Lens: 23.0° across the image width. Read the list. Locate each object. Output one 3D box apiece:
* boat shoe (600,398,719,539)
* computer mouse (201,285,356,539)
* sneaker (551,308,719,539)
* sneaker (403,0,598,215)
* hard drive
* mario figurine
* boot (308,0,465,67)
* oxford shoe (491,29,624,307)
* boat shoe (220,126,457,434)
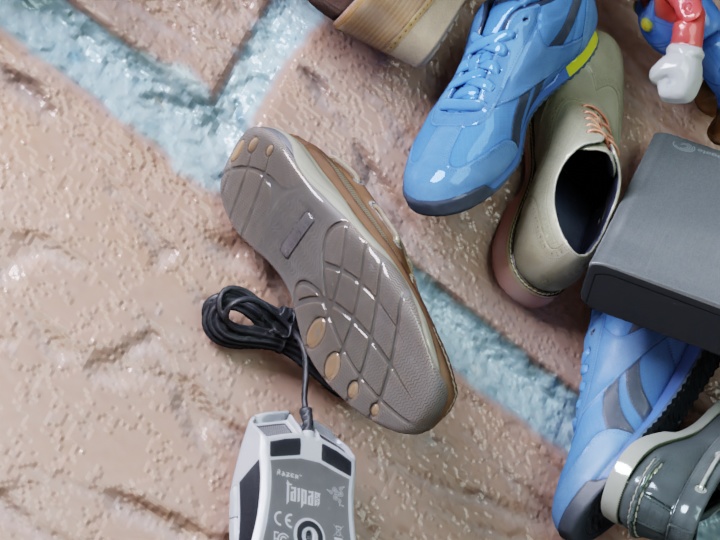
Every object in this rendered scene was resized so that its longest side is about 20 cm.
[{"bbox_3d":[0.221,0.122,1.063,0.199,0.061,0.074,-12,121,-48],"label":"boat shoe"},{"bbox_3d":[-0.040,0.113,0.940,0.109,0.044,0.202,20,58,-31],"label":"computer mouse"},{"bbox_3d":[0.158,0.074,1.078,0.078,0.066,0.201,26,66,23],"label":"sneaker"},{"bbox_3d":[0.077,-0.118,1.055,0.201,0.065,0.079,-53,140,-32],"label":"sneaker"},{"bbox_3d":[0.223,-0.014,1.077,0.138,0.033,0.200,20,31,11],"label":"hard drive"},{"bbox_3d":[0.186,-0.171,1.157,0.106,0.123,0.201,-44,112,-17],"label":"mario figurine"},{"bbox_3d":[0.009,-0.231,1.073,0.166,0.072,0.201,38,50,-10],"label":"boot"},{"bbox_3d":[0.141,-0.073,1.099,0.070,0.074,0.202,25,61,-20],"label":"oxford shoe"},{"bbox_3d":[0.000,0.000,0.956,0.071,0.076,0.201,3,48,-49],"label":"boat shoe"}]
